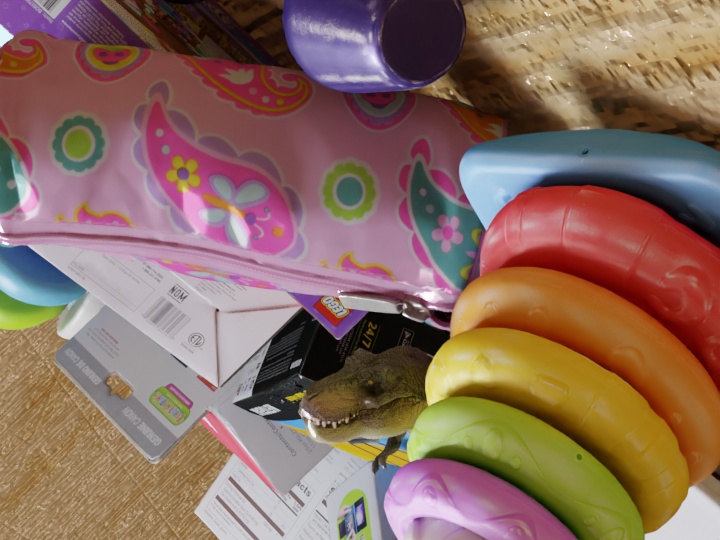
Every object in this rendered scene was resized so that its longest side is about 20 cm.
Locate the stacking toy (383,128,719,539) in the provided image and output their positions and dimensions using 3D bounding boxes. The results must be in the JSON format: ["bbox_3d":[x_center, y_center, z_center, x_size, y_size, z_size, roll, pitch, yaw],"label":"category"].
[{"bbox_3d":[0.049,0.063,0.490,0.115,0.201,0.110,6,140,44],"label":"stacking toy"}]

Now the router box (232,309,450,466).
[{"bbox_3d":[0.023,0.069,0.852,0.148,0.051,0.200,23,168,-9],"label":"router box"}]

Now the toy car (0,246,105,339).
[{"bbox_3d":[-0.202,-0.055,1.125,0.174,0.201,0.150,31,168,-17],"label":"toy car"}]

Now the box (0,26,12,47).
[{"bbox_3d":[-0.113,-0.080,0.913,0.201,0.082,0.049,57,-151,-29],"label":"box"}]

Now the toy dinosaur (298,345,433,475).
[{"bbox_3d":[0.044,0.067,0.596,0.047,0.089,0.200,7,-177,28],"label":"toy dinosaur"}]

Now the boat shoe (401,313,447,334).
[{"bbox_3d":[0.000,0.000,0.923,0.072,0.063,0.200,-11,144,25],"label":"boat shoe"}]

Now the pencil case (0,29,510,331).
[{"bbox_3d":[-0.040,-0.032,0.609,0.198,0.088,0.087,11,166,2],"label":"pencil case"}]

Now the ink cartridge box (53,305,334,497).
[{"bbox_3d":[-0.081,0.052,1.058,0.084,0.175,0.200,53,169,-30],"label":"ink cartridge box"}]

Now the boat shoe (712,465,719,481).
[{"bbox_3d":[0.129,0.104,0.713,0.200,0.063,0.071,48,168,-6],"label":"boat shoe"}]

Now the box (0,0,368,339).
[{"bbox_3d":[-0.064,-0.072,0.718,0.200,0.039,0.137,44,-163,-12],"label":"box"}]

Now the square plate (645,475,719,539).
[{"bbox_3d":[0.136,0.151,0.683,0.199,0.029,0.198,37,144,-11],"label":"square plate"}]

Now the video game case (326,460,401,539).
[{"bbox_3d":[0.084,0.197,0.791,0.199,0.045,0.183,18,-132,-31],"label":"video game case"}]

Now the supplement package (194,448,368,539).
[{"bbox_3d":[0.019,0.179,1.125,0.156,0.111,0.200,40,-172,37],"label":"supplement package"}]

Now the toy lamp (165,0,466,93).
[{"bbox_3d":[-0.026,-0.105,0.606,0.058,0.058,0.200,54,171,-32],"label":"toy lamp"}]

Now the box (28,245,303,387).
[{"bbox_3d":[-0.089,-0.049,0.777,0.116,0.060,0.200,40,-162,-23],"label":"box"}]
